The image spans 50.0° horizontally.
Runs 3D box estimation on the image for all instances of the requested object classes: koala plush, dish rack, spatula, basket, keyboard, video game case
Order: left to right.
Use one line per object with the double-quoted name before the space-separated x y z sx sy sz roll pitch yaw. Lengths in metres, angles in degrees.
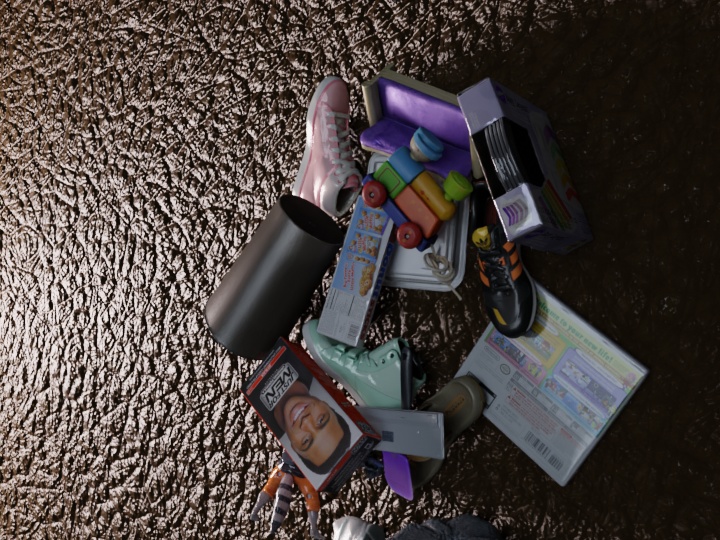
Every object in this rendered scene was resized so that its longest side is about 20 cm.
"basket" -0.121 0.004 1.128 0.135 0.181 0.202 34 113 -2
"keyboard" 0.038 0.214 1.036 0.198 0.011 0.058 -6 88 48
"spatula" 0.056 0.203 1.037 0.056 0.020 0.206 9 95 51
"dish rack" 0.070 -0.078 1.096 0.168 0.043 0.206 5 89 33
"koala plush" 0.116 0.442 0.993 0.175 0.182 0.205 11 114 40
"video game case" 0.236 0.138 0.992 0.199 0.022 0.184 41 109 28

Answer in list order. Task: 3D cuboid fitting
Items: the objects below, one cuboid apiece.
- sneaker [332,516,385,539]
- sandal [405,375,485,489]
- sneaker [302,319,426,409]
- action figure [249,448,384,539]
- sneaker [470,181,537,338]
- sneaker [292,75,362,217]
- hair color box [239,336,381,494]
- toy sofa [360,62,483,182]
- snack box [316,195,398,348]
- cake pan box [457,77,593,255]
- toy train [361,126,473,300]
"sneaker" -0.023 0.457 1.116 0.079 0.070 0.205 9 81 44
"sandal" 0.094 0.221 1.050 0.081 0.053 0.201 49 123 24
"sneaker" 0.010 0.115 1.104 0.200 0.073 0.119 44 116 16
"action figure" -0.068 0.285 1.124 0.196 0.104 0.198 8 81 28
"sneaker" 0.170 -0.017 0.985 0.069 0.089 0.205 -16 68 36
"sneaker" -0.032 -0.176 1.146 0.103 0.075 0.205 26 109 35
"hair color box" -0.073 0.198 1.072 0.102 0.061 0.200 -50 57 4
"toy sofa" 0.087 -0.196 1.040 0.198 0.084 0.098 30 61 33
"snack box" 0.000 0.000 1.080 0.071 0.024 0.205 16 87 33
"cake pan box" 0.199 -0.120 0.925 0.052 0.198 0.188 -27 71 30
"toy train" 0.102 -0.076 0.989 0.201 0.084 0.116 49 118 8
